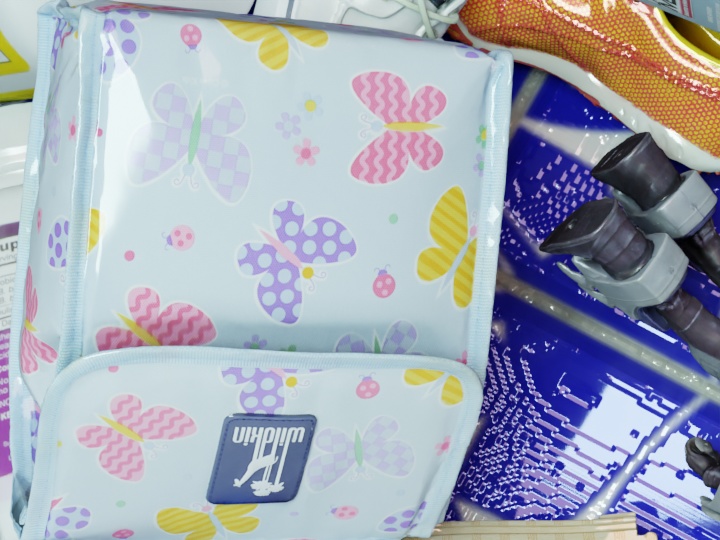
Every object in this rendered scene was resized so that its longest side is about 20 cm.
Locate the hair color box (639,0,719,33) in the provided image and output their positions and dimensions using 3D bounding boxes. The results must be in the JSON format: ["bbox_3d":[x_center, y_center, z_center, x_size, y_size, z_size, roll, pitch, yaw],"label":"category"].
[{"bbox_3d":[0.214,-0.124,1.052,0.199,0.061,0.099,24,86,11],"label":"hair color box"}]

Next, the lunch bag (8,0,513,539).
[{"bbox_3d":[-0.039,0.007,0.986,0.169,0.127,0.201,5,98,-16],"label":"lunch bag"}]

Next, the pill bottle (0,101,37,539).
[{"bbox_3d":[-0.128,0.035,1.098,0.112,0.112,0.201,-12,61,2],"label":"pill bottle"}]

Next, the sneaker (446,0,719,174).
[{"bbox_3d":[0.095,-0.118,1.138,0.199,0.073,0.077,27,116,7],"label":"sneaker"}]

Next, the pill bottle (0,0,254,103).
[{"bbox_3d":[-0.141,-0.128,1.103,0.199,0.114,0.115,-4,70,43],"label":"pill bottle"}]

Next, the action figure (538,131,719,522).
[{"bbox_3d":[0.168,0.032,1.096,0.200,0.069,0.130,44,64,-6],"label":"action figure"}]

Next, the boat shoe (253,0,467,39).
[{"bbox_3d":[0.012,-0.124,1.076,0.067,0.073,0.201,8,75,36],"label":"boat shoe"}]

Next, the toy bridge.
[{"bbox_3d":[0.023,0.120,1.092,0.199,0.067,0.027,-7,74,4],"label":"toy bridge"}]
